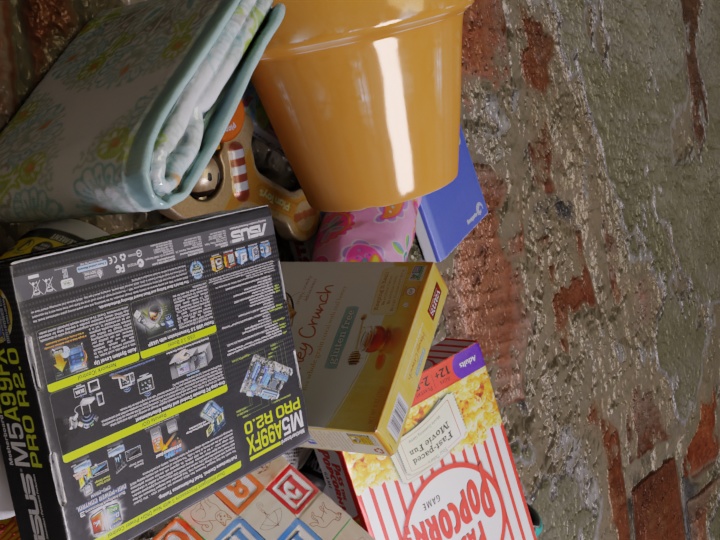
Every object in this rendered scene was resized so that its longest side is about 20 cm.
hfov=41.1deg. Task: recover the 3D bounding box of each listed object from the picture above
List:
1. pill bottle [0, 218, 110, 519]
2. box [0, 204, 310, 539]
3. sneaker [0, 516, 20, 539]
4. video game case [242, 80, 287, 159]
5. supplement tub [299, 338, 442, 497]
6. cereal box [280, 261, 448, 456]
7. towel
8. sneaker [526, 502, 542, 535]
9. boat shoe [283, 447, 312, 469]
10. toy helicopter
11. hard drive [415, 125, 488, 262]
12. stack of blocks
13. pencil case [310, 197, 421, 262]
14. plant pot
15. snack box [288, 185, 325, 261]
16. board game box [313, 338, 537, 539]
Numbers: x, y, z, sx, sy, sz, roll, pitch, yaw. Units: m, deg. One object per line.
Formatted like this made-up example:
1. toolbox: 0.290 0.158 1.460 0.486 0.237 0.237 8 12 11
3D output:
1. pill bottle: -0.210 0.070 0.564 0.113 0.112 0.200 61 42 -29
2. box: -0.117 0.056 0.561 0.200 0.044 0.161 -20 103 -53
3. sneaker: -0.204 0.195 0.608 0.201 0.073 0.077 -62 148 -28
4. video game case: -0.075 -0.209 0.829 0.182 0.022 0.201 32 60 -31
5. supplement tub: 0.018 0.159 0.836 0.123 0.122 0.201 48 63 -39
6. cereal box: -0.047 0.059 0.714 0.040 0.199 0.144 57 42 -44
7. towel: -0.150 -0.111 0.623 0.048 0.170 0.201 54 45 -37
8. sneaker: 0.134 0.302 0.998 0.200 0.083 0.121 -44 144 -55
9. boat shoe: -0.071 0.136 0.792 0.200 0.070 0.070 -49 148 -51
10. toy helicopter: -0.099 -0.058 0.766 0.200 0.079 0.133 24 69 -51
11. hard drive: 0.078 -0.127 1.057 0.132 0.025 0.201 -43 119 -48
12. stack of blocks: -0.090 0.213 0.601 0.115 0.059 0.200 40 45 10
13. pencil case: 0.000 0.000 0.826 0.087 0.087 0.201 47 41 -39
14. plant pot: 0.000 -0.152 0.752 0.200 0.199 0.184 -35 118 -50
15. snack box: -0.023 0.014 0.901 0.072 0.024 0.201 -34 112 -51
16. board game box: 0.054 0.175 0.759 0.151 0.046 0.201 -25 103 -32
